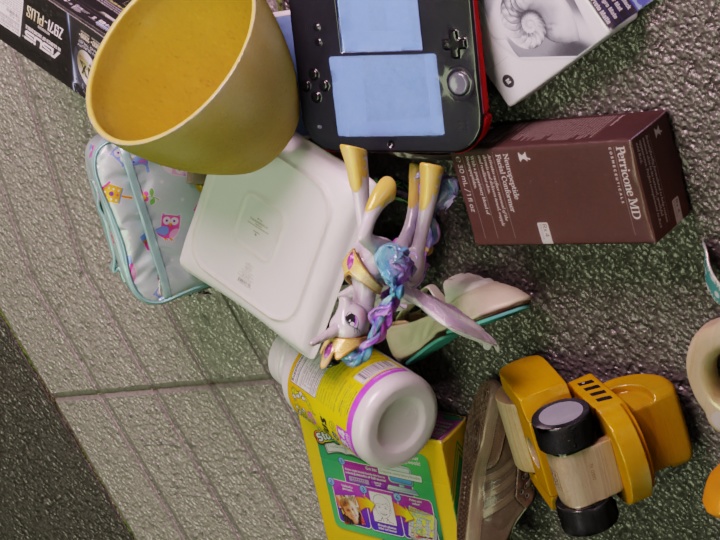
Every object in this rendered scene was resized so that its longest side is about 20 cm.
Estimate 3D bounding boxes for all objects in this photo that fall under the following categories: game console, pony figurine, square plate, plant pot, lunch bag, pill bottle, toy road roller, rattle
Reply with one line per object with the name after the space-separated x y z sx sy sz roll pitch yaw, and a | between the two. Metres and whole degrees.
0.024 -0.196 1.533 0.198 0.031 0.179 3 112 33 | game console
0.033 -0.002 1.569 0.166 0.192 0.202 12 91 41 | pony figurine
-0.092 -0.043 1.670 0.199 0.028 0.200 34 115 29 | square plate
-0.138 -0.169 1.586 0.199 0.202 0.142 4 155 40 | plant pot
-0.203 -0.066 1.797 0.077 0.159 0.202 21 130 66 | lunch bag
-0.015 0.124 1.781 0.200 0.104 0.105 30 135 49 | pill bottle
0.227 0.154 1.618 0.200 0.145 0.124 -132 23 -69 | toy road roller
0.313 0.085 1.468 0.130 0.142 0.201 29 141 49 | rattle

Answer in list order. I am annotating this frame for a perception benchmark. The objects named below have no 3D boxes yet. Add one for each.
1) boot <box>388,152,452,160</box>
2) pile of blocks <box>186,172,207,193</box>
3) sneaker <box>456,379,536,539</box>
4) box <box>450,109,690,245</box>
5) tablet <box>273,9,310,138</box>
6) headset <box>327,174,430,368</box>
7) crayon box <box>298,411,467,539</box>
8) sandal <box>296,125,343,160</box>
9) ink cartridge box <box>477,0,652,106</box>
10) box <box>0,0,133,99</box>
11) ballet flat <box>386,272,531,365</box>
0.038 -0.214 1.577 0.185 0.064 0.202 14 114 14 | boot
-0.110 -0.035 1.754 0.200 0.082 0.062 45 166 -16 | pile of blocks
0.147 0.207 1.749 0.075 0.071 0.202 4 110 -10 | sneaker
0.187 -0.080 1.518 0.199 0.075 0.101 -2 114 40 | box
-0.066 -0.193 1.666 0.198 0.014 0.131 -5 110 21 | tablet
0.000 0.000 1.688 0.122 0.094 0.201 15 126 -15 | headset
0.038 0.232 1.856 0.199 0.058 0.174 8 119 38 | crayon box
-0.077 -0.125 1.731 0.199 0.054 0.081 34 110 15 | sandal
0.142 -0.270 1.459 0.200 0.041 0.200 54 137 0 | ink cartridge box
-0.270 -0.271 1.732 0.199 0.164 0.087 34 133 19 | box
0.090 0.039 1.688 0.199 0.069 0.070 -29 95 47 | ballet flat
